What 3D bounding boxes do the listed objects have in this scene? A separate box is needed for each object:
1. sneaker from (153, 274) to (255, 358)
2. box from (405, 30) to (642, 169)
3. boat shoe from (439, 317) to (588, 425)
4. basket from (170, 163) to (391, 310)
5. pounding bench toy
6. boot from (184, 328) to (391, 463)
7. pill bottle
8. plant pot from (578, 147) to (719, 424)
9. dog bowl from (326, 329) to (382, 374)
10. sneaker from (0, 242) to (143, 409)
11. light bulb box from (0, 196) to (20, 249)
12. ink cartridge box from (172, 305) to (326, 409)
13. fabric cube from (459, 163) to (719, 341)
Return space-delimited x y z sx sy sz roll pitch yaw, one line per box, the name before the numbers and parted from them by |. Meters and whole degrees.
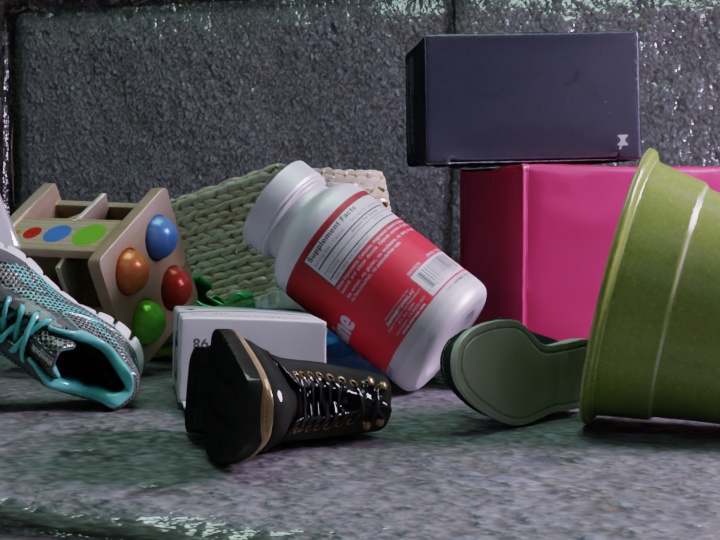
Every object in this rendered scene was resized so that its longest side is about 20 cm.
sneaker | -0.177 0.046 1.464 0.197 0.085 0.074 2 2 29
box | 0.146 -0.156 1.376 0.193 0.119 0.200 -2 4 -3
boat shoe | 0.105 0.072 1.081 0.065 0.076 0.198 0 1 37
basket | -0.083 -0.016 1.610 0.198 0.163 0.197 -14 -9 41
pounding bench toy | -0.256 0.028 1.326 0.154 0.126 0.201 3 35 25
boot | -0.030 0.078 0.914 0.136 0.079 0.200 6 2 -14
pill bottle | 0.000 0.000 1.245 0.199 0.113 0.112 38 12 13
plant pot | 0.270 0.035 1.029 0.187 0.203 0.200 15 6 16
dog bowl | -0.033 0.070 1.334 0.197 0.050 0.111 1 0 -12
sneaker | -0.240 0.041 1.082 0.198 0.078 0.091 28 3 -23
light bulb box | -0.412 -0.019 1.175 0.198 0.126 0.198 -18 -8 -39
ink cartridge box | -0.089 0.067 1.164 0.114 0.068 0.200 2 2 -10
fabric cube | 0.209 0.002 1.355 0.196 0.200 0.200 -1 3 -12
